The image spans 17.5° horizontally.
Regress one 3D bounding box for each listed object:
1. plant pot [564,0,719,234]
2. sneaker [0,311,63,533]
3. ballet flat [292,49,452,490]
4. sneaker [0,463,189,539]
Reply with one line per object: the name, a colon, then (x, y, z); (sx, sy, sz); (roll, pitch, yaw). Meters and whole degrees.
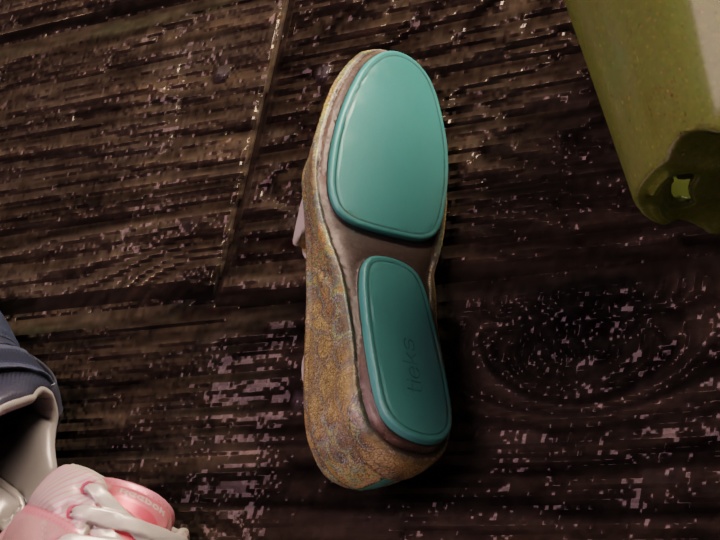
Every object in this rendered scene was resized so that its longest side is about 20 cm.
plant pot: (0.141, -0.121, 0.829); (0.199, 0.199, 0.192); (-22, 66, 35)
sneaker: (-0.237, 0.087, 1.102); (0.201, 0.077, 0.146); (-29, 43, -19)
ballet flat: (0.000, 0.000, 0.980); (0.070, 0.071, 0.201); (-25, 53, 33)
sneaker: (-0.120, 0.142, 0.979); (0.105, 0.075, 0.200); (-50, 19, 5)
